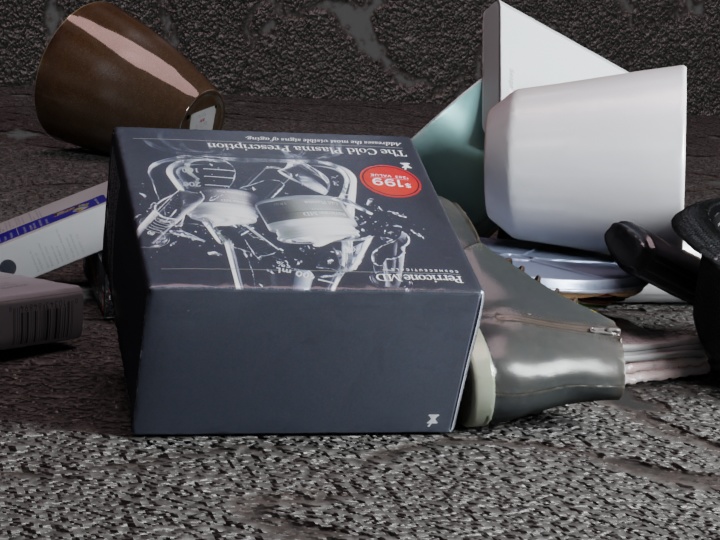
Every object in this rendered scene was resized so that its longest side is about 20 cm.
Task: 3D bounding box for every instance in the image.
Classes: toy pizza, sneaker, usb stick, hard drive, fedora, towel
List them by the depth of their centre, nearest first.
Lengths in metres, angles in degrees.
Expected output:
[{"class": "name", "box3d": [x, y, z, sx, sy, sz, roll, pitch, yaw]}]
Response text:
[{"class": "sneaker", "box3d": [0.094, 0.024, 1.154, 0.105, 0.075, 0.201, -2, 40, -14]}, {"class": "fedora", "box3d": [0.297, 0.028, 1.241, 0.198, 0.092, 0.201, 14, 22, -6]}, {"class": "towel", "box3d": [0.118, 0.048, 1.285, 0.198, 0.033, 0.190, -3, 12, -39]}, {"class": "usb stick", "box3d": [0.256, 0.011, 1.338, 0.199, 0.033, 0.056, 23, 22, -38]}, {"class": "toy pizza", "box3d": [0.115, 0.005, 1.345, 0.198, 0.032, 0.200, 5, 9, -1]}, {"class": "hard drive", "box3d": [0.189, -0.136, 1.554, 0.199, 0.133, 0.026, 24, -39, -29]}]

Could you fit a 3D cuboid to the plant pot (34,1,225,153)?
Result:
[{"class": "plant pot", "box3d": [-0.274, -0.216, 2.275, 0.199, 0.189, 0.186, 25, 19, 26]}]

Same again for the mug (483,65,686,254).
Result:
[{"class": "mug", "box3d": [0.176, -0.070, 1.405, 0.151, 0.187, 0.151, 1, 53, 9]}]

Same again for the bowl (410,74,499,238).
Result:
[{"class": "bowl", "box3d": [0.081, -0.071, 1.579, 0.105, 0.201, 0.201, 48, 15, 1]}]

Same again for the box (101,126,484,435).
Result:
[{"class": "box", "box3d": [-0.048, 0.003, 1.093, 0.198, 0.105, 0.183, 0, 34, -16]}]

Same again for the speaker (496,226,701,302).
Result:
[{"class": "speaker", "box3d": [0.215, -0.012, 1.520, 0.198, 0.082, 0.081, 1, 10, -18]}]

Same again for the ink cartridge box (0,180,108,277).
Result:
[{"class": "ink cartridge box", "box3d": [-0.249, -0.024, 1.411, 0.198, 0.040, 0.099, -21, 15, -9]}]

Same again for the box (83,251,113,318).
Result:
[{"class": "box", "box3d": [-0.145, 0.000, 1.432, 0.135, 0.038, 0.200, 1, 10, -14]}]

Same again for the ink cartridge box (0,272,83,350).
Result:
[{"class": "ink cartridge box", "box3d": [-0.323, 0.026, 1.212, 0.198, 0.044, 0.195, 7, 10, 37]}]
